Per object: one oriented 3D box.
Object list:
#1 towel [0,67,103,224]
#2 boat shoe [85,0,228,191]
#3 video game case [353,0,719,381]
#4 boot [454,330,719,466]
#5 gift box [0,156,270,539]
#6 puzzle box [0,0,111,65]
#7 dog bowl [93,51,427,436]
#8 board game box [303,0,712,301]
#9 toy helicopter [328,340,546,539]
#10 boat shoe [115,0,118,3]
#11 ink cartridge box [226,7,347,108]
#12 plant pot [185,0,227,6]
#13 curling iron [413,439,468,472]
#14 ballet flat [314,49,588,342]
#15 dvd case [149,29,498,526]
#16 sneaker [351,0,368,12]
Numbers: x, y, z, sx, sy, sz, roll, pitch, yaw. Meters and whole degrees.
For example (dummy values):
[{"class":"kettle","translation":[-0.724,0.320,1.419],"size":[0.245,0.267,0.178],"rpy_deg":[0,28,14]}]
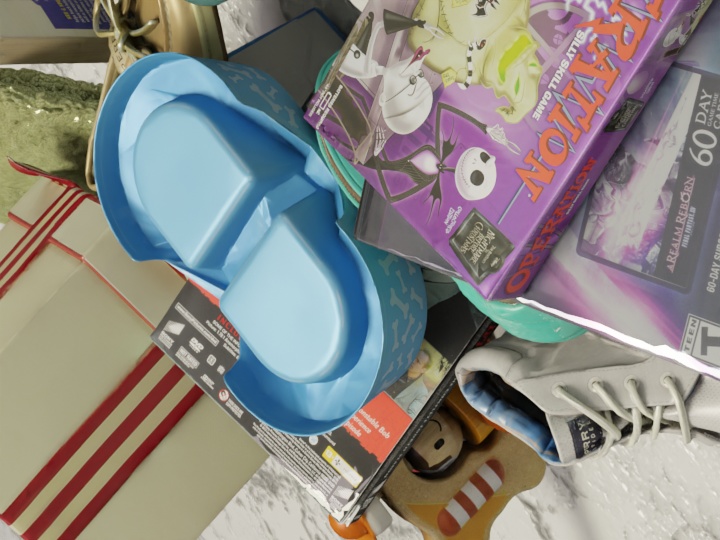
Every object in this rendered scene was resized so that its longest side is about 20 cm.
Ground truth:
[{"class":"towel","translation":[-0.147,-0.062,1.290],"size":[0.149,0.199,0.037],"rpy_deg":[108,170,-60]},{"class":"boat shoe","translation":[-0.106,-0.096,1.119],"size":[0.200,0.062,0.074],"rpy_deg":[101,156,-56]},{"class":"video game case","translation":[0.090,-0.051,0.846],"size":[0.200,0.019,0.143],"rpy_deg":[21,106,35]},{"class":"boot","translation":[0.127,0.061,0.959],"size":[0.200,0.095,0.074],"rpy_deg":[21,138,55]},{"class":"gift box","translation":[-0.151,0.050,1.209],"size":[0.200,0.187,0.184],"rpy_deg":[48,169,-28]},{"class":"puzzle box","translation":[-0.222,-0.203,1.290],"size":[0.025,0.133,0.200],"rpy_deg":[-44,70,29]},{"class":"dog bowl","translation":[-0.045,-0.017,1.027],"size":[0.200,0.049,0.112],"rpy_deg":[51,128,18]},{"class":"board game box","translation":[0.065,-0.102,0.833],"size":[0.120,0.032,0.200],"rpy_deg":[43,118,24]},{"class":"toy helicopter","translation":[0.040,0.131,1.137],"size":[0.079,0.132,0.201],"rpy_deg":[15,118,58]},{"class":"boat shoe","translation":[-0.096,-0.161,1.163],"size":[0.086,0.074,0.202],"rpy_deg":[60,160,-3]},{"class":"ink cartridge box","translation":[-0.024,-0.032,1.185],"size":[0.116,0.068,0.200],"rpy_deg":[50,155,20]},{"class":"plant pot","translation":[-0.045,-0.198,0.940],"size":[0.142,0.141,0.200],"rpy_deg":[61,163,-6]},{"class":"curling iron","translation":[0.030,0.106,1.293],"size":[0.049,0.026,0.200],"rpy_deg":[23,165,-12]},{"class":"ballet flat","translation":[0.043,-0.029,0.972],"size":[0.070,0.067,0.200],"rpy_deg":[47,-179,-44]},{"class":"dvd case","translation":[0.000,0.000,1.054],"size":[0.146,0.022,0.200],"rpy_deg":[41,110,22]},{"class":"sneaker","translation":[0.059,-0.092,0.941],"size":[0.200,0.070,0.080],"rpy_deg":[38,155,38]}]
